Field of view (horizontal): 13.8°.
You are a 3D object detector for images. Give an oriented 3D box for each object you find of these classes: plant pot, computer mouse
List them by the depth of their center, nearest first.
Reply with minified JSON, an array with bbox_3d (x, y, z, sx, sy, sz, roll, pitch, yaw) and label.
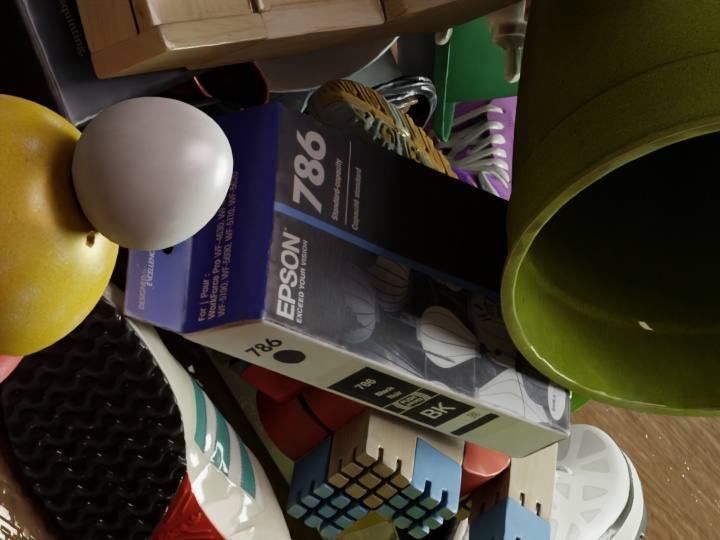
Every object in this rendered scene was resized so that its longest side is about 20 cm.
[{"bbox_3d":[0.146,-0.075,1.210,0.200,0.200,0.194,44,32,-46],"label":"plant pot"},{"bbox_3d":[-0.048,-0.060,1.300,0.199,0.034,0.059,-13,125,-39],"label":"computer mouse"}]

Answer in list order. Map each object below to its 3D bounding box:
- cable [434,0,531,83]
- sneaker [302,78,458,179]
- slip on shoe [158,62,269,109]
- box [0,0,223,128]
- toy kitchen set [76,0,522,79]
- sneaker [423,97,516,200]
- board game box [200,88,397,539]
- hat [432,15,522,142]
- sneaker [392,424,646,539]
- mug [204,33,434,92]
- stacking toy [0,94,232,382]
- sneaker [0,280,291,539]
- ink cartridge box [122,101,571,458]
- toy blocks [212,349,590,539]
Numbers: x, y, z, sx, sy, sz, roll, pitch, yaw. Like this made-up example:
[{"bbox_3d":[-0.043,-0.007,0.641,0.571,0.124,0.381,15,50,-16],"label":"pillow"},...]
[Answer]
[{"bbox_3d":[0.069,-0.184,1.331,0.097,0.050,0.201,15,64,-17],"label":"cable"},{"bbox_3d":[0.020,-0.001,1.327,0.200,0.087,0.076,48,14,-38],"label":"sneaker"},{"bbox_3d":[-0.106,-0.131,1.293,0.200,0.061,0.074,55,30,-29],"label":"slip on shoe"},{"bbox_3d":[-0.110,-0.138,1.165,0.200,0.107,0.149,-28,98,-47],"label":"box"},{"bbox_3d":[0.006,-0.180,1.091,0.200,0.180,0.164,-13,87,-48],"label":"toy kitchen set"},{"bbox_3d":[0.060,-0.046,1.477,0.114,0.072,0.201,47,19,-50],"label":"sneaker"},{"bbox_3d":[-0.005,0.027,1.414,0.200,0.041,0.200,60,26,-23],"label":"board game box"},{"bbox_3d":[0.129,-0.128,1.409,0.200,0.175,0.166,91,8,-48],"label":"hat"},{"bbox_3d":[0.072,0.100,1.381,0.116,0.075,0.201,65,27,-19],"label":"sneaker"},{"bbox_3d":[-0.017,-0.167,1.405,0.200,0.147,0.176,59,23,-22],"label":"mug"},{"bbox_3d":[-0.130,-0.015,0.978,0.146,0.199,0.147,47,32,-43],"label":"stacking toy"},{"bbox_3d":[-0.083,0.078,1.197,0.200,0.070,0.093,59,8,-20],"label":"sneaker"},{"bbox_3d":[0.000,0.000,1.189,0.199,0.039,0.100,20,59,-31],"label":"ink cartridge box"},{"bbox_3d":[0.011,0.057,1.247,0.200,0.100,0.137,34,40,-23],"label":"toy blocks"}]
